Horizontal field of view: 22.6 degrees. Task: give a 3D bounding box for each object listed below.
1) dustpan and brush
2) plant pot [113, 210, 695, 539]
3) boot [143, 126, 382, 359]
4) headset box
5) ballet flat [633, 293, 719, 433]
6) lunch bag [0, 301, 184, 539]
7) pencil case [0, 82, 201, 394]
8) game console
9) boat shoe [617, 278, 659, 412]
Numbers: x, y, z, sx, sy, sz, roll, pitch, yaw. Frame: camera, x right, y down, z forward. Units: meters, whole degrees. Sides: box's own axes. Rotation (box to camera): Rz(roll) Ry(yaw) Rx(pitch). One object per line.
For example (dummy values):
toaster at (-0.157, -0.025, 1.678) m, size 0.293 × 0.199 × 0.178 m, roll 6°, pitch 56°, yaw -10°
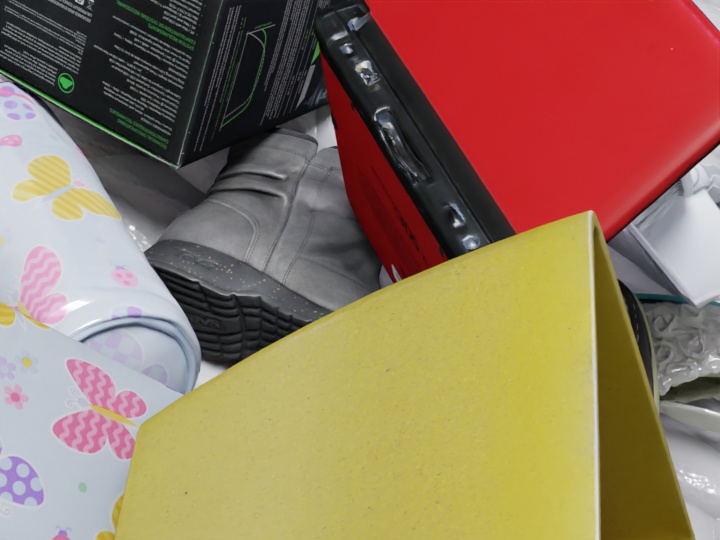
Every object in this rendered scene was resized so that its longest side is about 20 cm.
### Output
dustpan and brush at (0.146, -0.042, 0.862) m, size 0.057 × 0.200 × 0.140 m, roll -38°, pitch 75°, yaw 7°
plant pot at (0.017, 0.130, 0.616) m, size 0.176 × 0.200 × 0.201 m, roll -10°, pitch 43°, yaw 15°
boot at (0.000, 0.000, 0.872) m, size 0.199 × 0.070 × 0.132 m, roll 28°, pitch 50°, yaw 12°
headset box at (-0.095, -0.151, 0.923) m, size 0.174 × 0.093 × 0.200 m, roll 29°, pitch 29°, yaw 18°
ballet flat at (0.207, 0.049, 0.850) m, size 0.199 × 0.072 × 0.072 m, roll 1°, pitch 52°, yaw 5°
lunch bag at (-0.163, 0.110, 0.652) m, size 0.169 × 0.127 × 0.201 m, roll 30°, pitch 52°, yaw -21°
pencil case at (-0.145, -0.001, 0.832) m, size 0.083 × 0.091 × 0.200 m, roll -2°, pitch 39°, yaw -32°
game console at (0.069, -0.048, 0.754) m, size 0.118 × 0.173 × 0.200 m, roll -20°, pitch 46°, yaw -9°
boat shoe at (0.089, 0.086, 0.780) m, size 0.073 × 0.065 × 0.201 m, roll 7°, pitch 67°, yaw 10°
